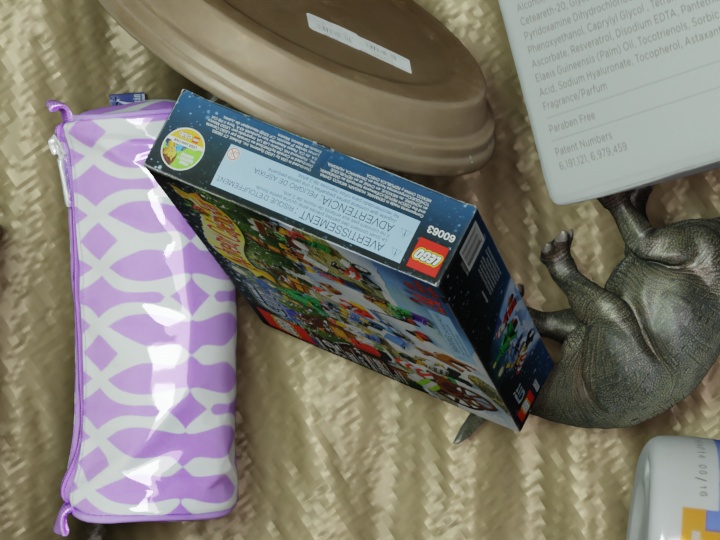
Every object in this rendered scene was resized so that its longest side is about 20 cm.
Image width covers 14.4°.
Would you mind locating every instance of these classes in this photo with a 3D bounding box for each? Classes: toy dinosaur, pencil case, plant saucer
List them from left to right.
[{"bbox_3d":[-0.098,0.017,1.287,0.085,0.084,0.201,-2,90,-20],"label":"pencil case"},{"bbox_3d":[-0.026,-0.105,1.232,0.200,0.200,0.030,29,111,0],"label":"plant saucer"},{"bbox_3d":[0.127,0.022,1.294,0.200,0.077,0.102,-40,77,-4],"label":"toy dinosaur"}]

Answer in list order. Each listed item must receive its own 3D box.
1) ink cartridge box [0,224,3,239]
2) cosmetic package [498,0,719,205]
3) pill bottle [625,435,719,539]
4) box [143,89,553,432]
[{"bbox_3d":[-0.258,0.065,1.292,0.164,0.075,0.201,7,91,-1],"label":"ink cartridge box"},{"bbox_3d":[0.165,-0.150,1.219,0.167,0.166,0.201,-15,90,-34],"label":"cosmetic package"},{"bbox_3d":[0.221,0.138,1.276,0.199,0.112,0.112,6,90,0],"label":"pill bottle"},{"bbox_3d":[0.000,0.000,1.213,0.136,0.200,0.038,22,76,20],"label":"box"}]
